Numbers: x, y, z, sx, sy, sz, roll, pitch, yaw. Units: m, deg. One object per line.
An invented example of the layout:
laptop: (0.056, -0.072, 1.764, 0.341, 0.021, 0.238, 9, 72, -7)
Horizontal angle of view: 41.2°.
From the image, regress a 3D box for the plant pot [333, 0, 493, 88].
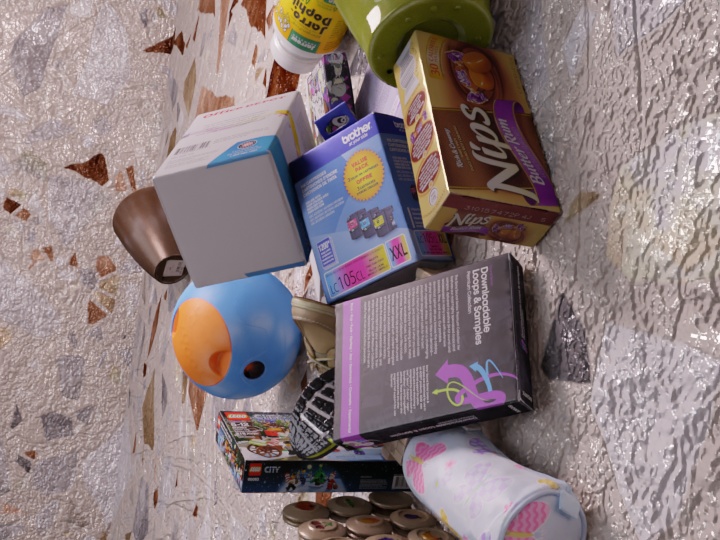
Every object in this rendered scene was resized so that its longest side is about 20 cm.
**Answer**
plant pot: (0.051, -0.299, 0.983, 0.201, 0.197, 0.196, 124, 142, -49)

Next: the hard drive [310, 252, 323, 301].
hard drive: (-0.063, -0.067, 1.336, 0.133, 0.026, 0.203, 96, 163, -61)

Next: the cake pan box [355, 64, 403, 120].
cake pan box: (0.051, -0.205, 1.141, 0.186, 0.051, 0.202, -111, 35, -47)

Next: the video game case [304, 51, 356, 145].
video game case: (-0.036, -0.177, 1.266, 0.200, 0.035, 0.185, -169, 71, -80)

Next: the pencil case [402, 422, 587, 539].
pencil case: (0.110, 0.193, 0.822, 0.090, 0.084, 0.200, -41, 20, -8)

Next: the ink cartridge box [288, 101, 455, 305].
ink cartridge box: (0.005, -0.080, 1.050, 0.135, 0.076, 0.203, -26, 73, 34)

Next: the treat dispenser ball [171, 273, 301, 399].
treat dispenser ball: (-0.186, 0.092, 1.447, 0.200, 0.197, 0.205, -173, 90, -68)

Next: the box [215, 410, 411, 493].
box: (-0.052, 0.201, 1.070, 0.136, 0.196, 0.038, -145, 62, -65)

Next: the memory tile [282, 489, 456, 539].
memory tile: (0.017, 0.262, 0.943, 0.199, 0.151, 0.017, -159, 72, -66)

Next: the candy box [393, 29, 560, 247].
candy box: (0.103, -0.124, 0.891, 0.057, 0.115, 0.203, 124, 147, -46)

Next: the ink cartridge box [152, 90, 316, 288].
ink cartridge box: (-0.134, -0.103, 1.155, 0.201, 0.144, 0.148, -77, -27, -60)

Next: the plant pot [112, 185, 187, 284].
plant pot: (-0.485, -0.069, 2.325, 0.201, 0.184, 0.189, 56, 136, 38)

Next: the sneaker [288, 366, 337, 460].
sneaker: (0.003, 0.132, 1.031, 0.073, 0.200, 0.082, 33, 154, 30)

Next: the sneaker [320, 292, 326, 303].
sneaker: (0.000, 0.000, 1.162, 0.088, 0.080, 0.203, -133, 36, -54)

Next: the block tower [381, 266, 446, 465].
block tower: (0.072, 0.104, 0.983, 0.058, 0.053, 0.204, -144, 63, -66)

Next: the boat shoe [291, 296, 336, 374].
boat shoe: (-0.027, 0.089, 1.080, 0.071, 0.200, 0.066, 16, 73, 28)

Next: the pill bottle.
pill bottle: (-0.065, -0.386, 1.406, 0.200, 0.111, 0.115, 129, 142, -52)

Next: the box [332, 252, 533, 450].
box: (0.063, 0.078, 0.893, 0.197, 0.036, 0.145, -18, 57, 31)
